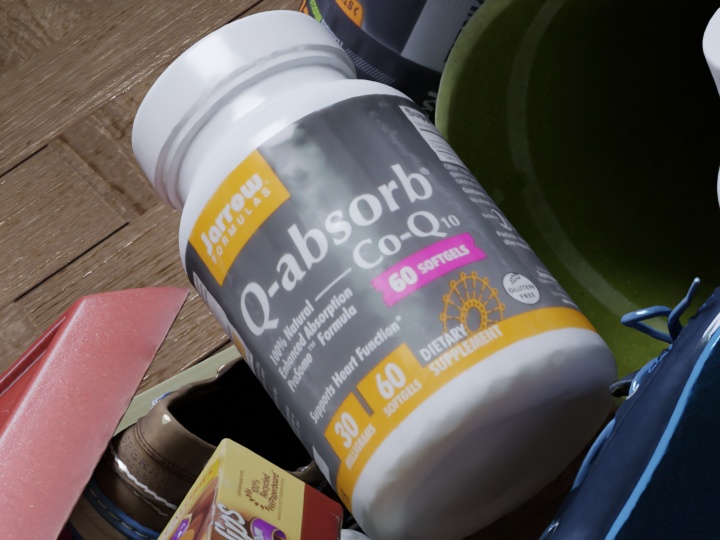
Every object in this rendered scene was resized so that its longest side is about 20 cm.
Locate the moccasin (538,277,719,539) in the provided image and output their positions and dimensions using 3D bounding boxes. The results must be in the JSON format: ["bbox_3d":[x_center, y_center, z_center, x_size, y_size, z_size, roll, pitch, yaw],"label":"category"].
[{"bbox_3d":[0.112,0.053,0.814,0.200,0.080,0.068,-51,29,-2],"label":"moccasin"}]

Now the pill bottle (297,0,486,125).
[{"bbox_3d":[0.018,-0.086,1.007,0.106,0.106,0.200,-66,2,-53],"label":"pill bottle"}]

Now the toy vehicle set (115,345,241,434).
[{"bbox_3d":[-0.056,0.054,1.071,0.200,0.027,0.124,-27,-5,10],"label":"toy vehicle set"}]

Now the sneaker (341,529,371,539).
[{"bbox_3d":[-0.070,0.164,0.903,0.200,0.075,0.081,-33,-4,15],"label":"sneaker"}]

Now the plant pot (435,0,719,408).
[{"bbox_3d":[0.162,-0.067,0.936,0.200,0.201,0.184,-10,20,41],"label":"plant pot"}]

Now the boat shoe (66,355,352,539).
[{"bbox_3d":[-0.036,0.073,0.938,0.072,0.072,0.200,-53,-16,23],"label":"boat shoe"}]

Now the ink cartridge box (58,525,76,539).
[{"bbox_3d":[-0.151,0.135,0.935,0.095,0.037,0.200,-45,16,30],"label":"ink cartridge box"}]

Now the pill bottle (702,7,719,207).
[{"bbox_3d":[0.179,-0.003,0.732,0.104,0.200,0.104,-22,28,13],"label":"pill bottle"}]

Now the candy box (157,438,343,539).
[{"bbox_3d":[-0.080,0.167,0.784,0.200,0.056,0.117,-55,9,14],"label":"candy box"}]

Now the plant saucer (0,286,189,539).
[{"bbox_3d":[-0.165,0.105,0.913,0.200,0.037,0.200,-42,15,39],"label":"plant saucer"}]

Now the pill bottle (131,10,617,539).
[{"bbox_3d":[0.000,0.000,0.886,0.116,0.116,0.200,-34,64,-6],"label":"pill bottle"}]
